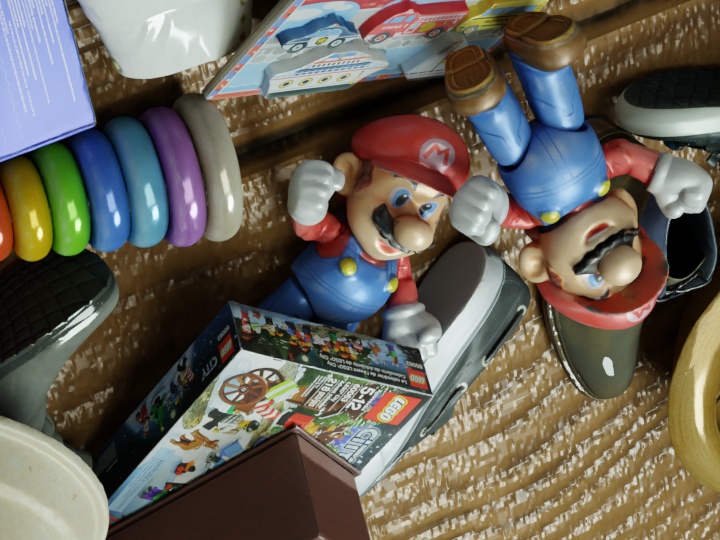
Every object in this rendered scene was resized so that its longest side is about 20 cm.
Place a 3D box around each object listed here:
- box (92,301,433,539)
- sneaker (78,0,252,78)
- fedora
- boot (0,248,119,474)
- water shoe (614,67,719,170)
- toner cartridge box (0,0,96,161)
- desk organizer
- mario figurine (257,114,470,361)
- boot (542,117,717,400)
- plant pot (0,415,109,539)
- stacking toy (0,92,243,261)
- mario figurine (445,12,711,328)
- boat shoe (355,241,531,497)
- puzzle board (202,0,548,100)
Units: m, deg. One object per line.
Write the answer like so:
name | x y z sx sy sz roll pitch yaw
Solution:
box | -0.070 0.105 1.520 0.137 0.038 0.200 15 133 -33
sneaker | -0.071 -0.189 1.401 0.200 0.074 0.116 -37 143 -13
fedora | 0.267 0.048 1.694 0.201 0.082 0.201 -13 117 -27
boot | -0.193 0.083 1.484 0.200 0.068 0.131 -41 132 6
water shoe | 0.249 -0.083 1.618 0.200 0.072 0.079 -5 117 -26
toner cartridge box | -0.210 -0.153 1.352 0.095 0.043 0.200 -22 124 -17
desk organizer | -0.093 0.179 1.509 0.200 0.077 0.072 -30 139 18
mario figurine | 0.000 0.000 1.505 0.200 0.106 0.123 -58 161 19
boot | 0.170 0.011 1.607 0.075 0.097 0.200 -24 125 -27
plant pot | -0.242 0.202 1.389 0.200 0.184 0.201 0 141 0
stacking toy | -0.170 -0.038 1.416 0.200 0.085 0.085 -14 121 -17
mario figurine | 0.127 -0.044 1.466 0.123 0.106 0.200 -12 127 24
boat shoe | 0.035 0.075 1.593 0.057 0.069 0.200 33 95 -37
puzzle board | 0.028 -0.141 1.424 0.200 0.017 0.151 -9 157 -38
